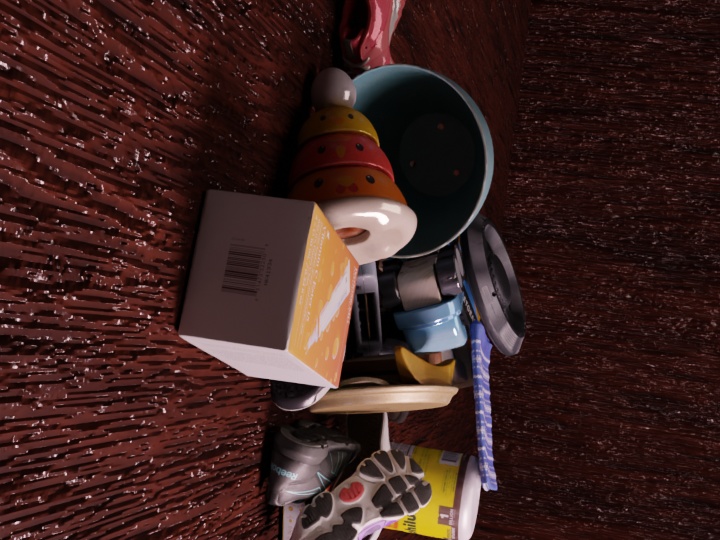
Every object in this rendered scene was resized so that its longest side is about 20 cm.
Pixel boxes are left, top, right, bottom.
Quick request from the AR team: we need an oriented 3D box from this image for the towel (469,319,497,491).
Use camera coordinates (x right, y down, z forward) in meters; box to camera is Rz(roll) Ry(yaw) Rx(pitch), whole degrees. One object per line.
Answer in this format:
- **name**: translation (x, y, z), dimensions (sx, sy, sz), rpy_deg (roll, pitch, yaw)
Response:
- **towel**: translation (0.159, 0.174, 1.477), dimensions (0.145, 0.023, 0.204), rpy_deg (58, 29, -73)

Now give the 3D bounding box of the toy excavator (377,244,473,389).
- **toy excavator**: translation (0.097, 0.074, 1.456), dimensions (0.195, 0.098, 0.204), rpy_deg (-57, 134, -76)

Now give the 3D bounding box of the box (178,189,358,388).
- **box**: translation (-0.073, 0.022, 1.017), dimensions (0.200, 0.096, 0.127), rpy_deg (53, 46, -73)

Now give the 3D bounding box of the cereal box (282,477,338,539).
- **cereal box**: translation (-0.059, 0.327, 1.388), dimensions (0.144, 0.039, 0.204), rpy_deg (-55, 149, -67)

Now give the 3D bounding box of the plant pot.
- **plant pot**: translation (0.064, -0.125, 1.281), dimensions (0.134, 0.197, 0.204), rpy_deg (-22, 119, -66)

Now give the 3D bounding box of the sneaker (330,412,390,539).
- **sneaker**: translation (0.008, 0.262, 1.399), dimensions (0.085, 0.071, 0.203), rpy_deg (77, 20, -52)

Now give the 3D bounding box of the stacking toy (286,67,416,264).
- **stacking toy**: translation (-0.026, -0.115, 1.181), dimensions (0.146, 0.143, 0.203), rpy_deg (63, 17, -68)

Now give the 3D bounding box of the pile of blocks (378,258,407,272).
- **pile of blocks**: translation (0.030, -0.066, 1.532), dimensions (0.082, 0.061, 0.204), rpy_deg (-50, 137, -64)

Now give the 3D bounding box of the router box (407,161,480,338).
- **router box**: translation (0.113, -0.030, 1.552), dimensions (0.202, 0.050, 0.150), rpy_deg (63, 30, -33)

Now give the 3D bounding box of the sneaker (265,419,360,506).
- **sneaker**: translation (-0.060, 0.214, 1.292), dimensions (0.081, 0.074, 0.200), rpy_deg (-70, 161, 1)

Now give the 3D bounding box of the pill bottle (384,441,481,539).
- **pill bottle**: translation (0.054, 0.282, 1.509), dimensions (0.109, 0.196, 0.111), rpy_deg (7, 90, -77)

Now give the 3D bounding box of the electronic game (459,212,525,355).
- **electronic game**: translation (0.176, 0.016, 1.556), dimensions (0.202, 0.041, 0.201), rpy_deg (-90, 155, -44)

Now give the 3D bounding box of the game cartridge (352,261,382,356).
- **game cartridge**: translation (0.000, 0.000, 1.386), dimensions (0.201, 0.041, 0.135), rpy_deg (84, 2, -60)

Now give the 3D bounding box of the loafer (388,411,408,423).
- **loafer**: translation (0.048, 0.173, 1.719), dimensions (0.200, 0.070, 0.074), rpy_deg (119, -11, -69)

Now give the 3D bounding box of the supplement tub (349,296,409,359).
- **supplement tub**: translation (0.061, 0.082, 1.606), dimensions (0.124, 0.120, 0.202), rpy_deg (84, 19, -46)

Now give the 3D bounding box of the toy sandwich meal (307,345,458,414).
- **toy sandwich meal**: translation (0.023, 0.122, 1.327), dimensions (0.205, 0.201, 0.072), rpy_deg (40, 46, -75)

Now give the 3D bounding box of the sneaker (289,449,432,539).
- **sneaker**: translation (-0.006, 0.266, 1.297), dimensions (0.198, 0.081, 0.084), rpy_deg (-19, 159, -37)

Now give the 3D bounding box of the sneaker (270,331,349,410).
- **sneaker**: translation (-0.044, 0.094, 1.253), dimensions (0.201, 0.070, 0.084), rpy_deg (-67, 162, -51)

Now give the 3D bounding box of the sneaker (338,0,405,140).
- **sneaker**: translation (0.000, -0.244, 1.315), dimensions (0.086, 0.073, 0.204), rpy_deg (-28, 124, -55)
